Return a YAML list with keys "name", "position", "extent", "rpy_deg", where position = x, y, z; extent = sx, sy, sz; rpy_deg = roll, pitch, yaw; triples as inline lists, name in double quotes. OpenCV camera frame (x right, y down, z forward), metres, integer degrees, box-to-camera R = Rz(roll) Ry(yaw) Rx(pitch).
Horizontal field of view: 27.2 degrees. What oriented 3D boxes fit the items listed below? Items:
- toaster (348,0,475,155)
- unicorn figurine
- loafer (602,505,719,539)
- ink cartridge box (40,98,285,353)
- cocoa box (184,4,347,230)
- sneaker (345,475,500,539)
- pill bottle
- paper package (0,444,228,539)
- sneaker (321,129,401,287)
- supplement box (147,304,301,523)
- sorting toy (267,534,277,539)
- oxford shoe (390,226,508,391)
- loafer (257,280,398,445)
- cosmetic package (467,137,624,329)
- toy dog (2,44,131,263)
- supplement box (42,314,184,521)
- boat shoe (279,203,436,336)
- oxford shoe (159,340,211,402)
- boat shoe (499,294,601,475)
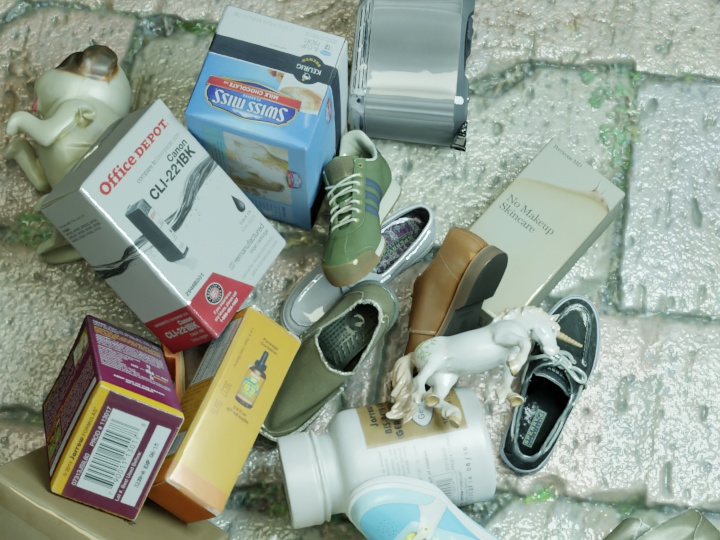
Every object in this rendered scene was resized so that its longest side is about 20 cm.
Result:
- name: "toaster"
  position: [0.056, -0.215, 1.605]
  extent: [0.128, 0.114, 0.202]
  rpy_deg: [4, 71, 4]
- name: "unicorn figurine"
  position: [0.121, 0.083, 1.411]
  extent: [0.198, 0.074, 0.138]
  rpy_deg: [-3, 30, 2]
- name: "loafer"
  position: [0.260, 0.282, 1.444]
  extent: [0.198, 0.075, 0.070]
  rpy_deg: [-14, 58, -12]
- name: "ink cartridge box"
  position: [-0.191, -0.044, 1.453]
  extent: [0.200, 0.083, 0.145]
  rpy_deg: [48, 51, -18]
- name: "cocoa box"
  position: [-0.092, -0.151, 1.526]
  extent: [0.132, 0.200, 0.132]
  rpy_deg: [17, 69, 6]
- name: "sneaker"
  position: [0.076, 0.274, 1.364]
  extent: [0.199, 0.131, 0.080]
  rpy_deg: [32, 110, -25]
- name: "pill bottle"
  position: [0.023, 0.186, 1.444]
  extent: [0.198, 0.114, 0.115]
  rpy_deg: [-11, 69, -6]
- name: "paper package"
  position: [-0.243, 0.257, 1.363]
  extent: [0.199, 0.191, 0.104]
  rpy_deg: [28, 98, 9]
- name: "sneaker"
  position: [-0.013, -0.071, 1.507]
  extent: [0.067, 0.090, 0.201]
  rpy_deg: [-17, 27, 23]
- name: "supplement box"
  position: [-0.131, 0.134, 1.404]
  extent: [0.066, 0.069, 0.201]
  rpy_deg: [37, 59, -19]
- name: "sorting toy"
  position: [-0.019, 0.318, 1.356]
  extent: [0.199, 0.180, 0.107]
  rpy_deg: [24, 70, 8]
- name: "oxford shoe"
  position: [0.075, 0.046, 1.488]
  extent: [0.071, 0.071, 0.201]
  rpy_deg: [38, 114, 26]
- name: "loafer"
  position: [-0.043, 0.090, 1.472]
  extent: [0.075, 0.070, 0.200]
  rpy_deg: [39, 93, 2]
- name: "cosmetic package"
  position: [0.174, -0.029, 1.556]
  extent: [0.103, 0.073, 0.200]
  rpy_deg: [38, 73, 12]
- name: "toy dog"
  position: [-0.279, -0.137, 1.552]
  extent: [0.192, 0.140, 0.201]
  rpy_deg: [-13, 68, -7]
- name: "supplement box"
  position: [-0.236, 0.134, 1.393]
  extent: [0.085, 0.200, 0.111]
  rpy_deg: [24, 100, -20]
- name: "boat shoe"
  position: [0.000, 0.000, 1.540]
  extent: [0.199, 0.069, 0.072]
  rpy_deg: [-31, 73, -13]
- name: "oxford shoe"
  position: [-0.151, 0.126, 1.488]
  extent: [0.072, 0.071, 0.201]
  rpy_deg: [-12, 69, -10]
- name: "boat shoe"
  position: [0.194, 0.108, 1.504]
  extent: [0.073, 0.068, 0.200]
  rpy_deg: [27, 70, 8]
